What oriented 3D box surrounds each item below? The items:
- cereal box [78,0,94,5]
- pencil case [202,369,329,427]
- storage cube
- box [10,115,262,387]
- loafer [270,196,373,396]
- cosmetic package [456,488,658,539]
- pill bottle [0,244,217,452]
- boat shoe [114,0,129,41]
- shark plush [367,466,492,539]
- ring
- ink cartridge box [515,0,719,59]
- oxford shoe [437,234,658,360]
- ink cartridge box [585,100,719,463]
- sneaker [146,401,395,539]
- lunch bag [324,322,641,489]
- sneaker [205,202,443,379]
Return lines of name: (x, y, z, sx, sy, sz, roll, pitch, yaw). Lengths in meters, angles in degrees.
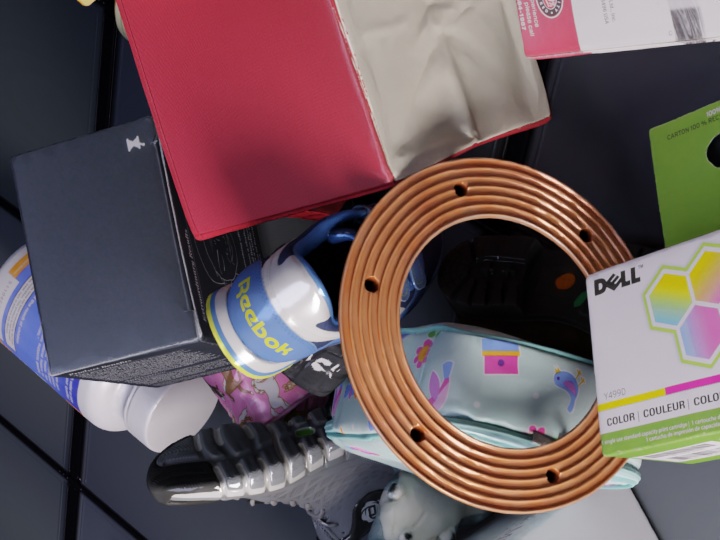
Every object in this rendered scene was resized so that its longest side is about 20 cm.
cereal box: (-0.107, -0.250, 0.914, 0.143, 0.200, 0.040, -33, 112, 22)
pencil case: (-0.109, 0.043, 1.153, 0.201, 0.086, 0.083, 55, 167, 12)
storage cube: (-0.016, -0.136, 0.919, 0.179, 0.170, 0.201, -13, 98, 45)
box: (-0.141, -0.005, 1.021, 0.106, 0.200, 0.150, -14, 80, 10)
loafer: (-0.026, 0.001, 0.979, 0.070, 0.201, 0.068, 36, 120, -16)
cosmetic package: (0.100, 0.259, 0.981, 0.200, 0.167, 0.167, -33, 85, 46)
pill bottle: (-0.214, 0.064, 1.239, 0.200, 0.112, 0.113, 36, 129, 28)
boat shoe: (-0.118, -0.159, 1.038, 0.066, 0.074, 0.200, 39, 169, 15)
shark plush: (0.034, 0.188, 1.005, 0.091, 0.200, 0.083, 33, 118, -5)
ring: (0.078, 0.035, 0.816, 0.201, 0.200, 0.019, 61, 152, 4)
ink cartridge box: (0.175, -0.196, 0.769, 0.199, 0.085, 0.147, 2, 109, 45)
oxford shoe: (0.151, 0.031, 0.917, 0.199, 0.073, 0.085, 12, 146, 32)
ink cartridge box: (0.195, -0.009, 0.782, 0.147, 0.075, 0.202, -22, 65, 48)
sneaker: (-0.052, 0.168, 1.085, 0.075, 0.198, 0.116, -119, 19, -58)
lunch bag: (0.080, 0.093, 0.921, 0.200, 0.160, 0.078, -13, 58, 63)
sneaker: (0.000, 0.000, 0.864, 0.082, 0.200, 0.074, -38, 87, 39)
